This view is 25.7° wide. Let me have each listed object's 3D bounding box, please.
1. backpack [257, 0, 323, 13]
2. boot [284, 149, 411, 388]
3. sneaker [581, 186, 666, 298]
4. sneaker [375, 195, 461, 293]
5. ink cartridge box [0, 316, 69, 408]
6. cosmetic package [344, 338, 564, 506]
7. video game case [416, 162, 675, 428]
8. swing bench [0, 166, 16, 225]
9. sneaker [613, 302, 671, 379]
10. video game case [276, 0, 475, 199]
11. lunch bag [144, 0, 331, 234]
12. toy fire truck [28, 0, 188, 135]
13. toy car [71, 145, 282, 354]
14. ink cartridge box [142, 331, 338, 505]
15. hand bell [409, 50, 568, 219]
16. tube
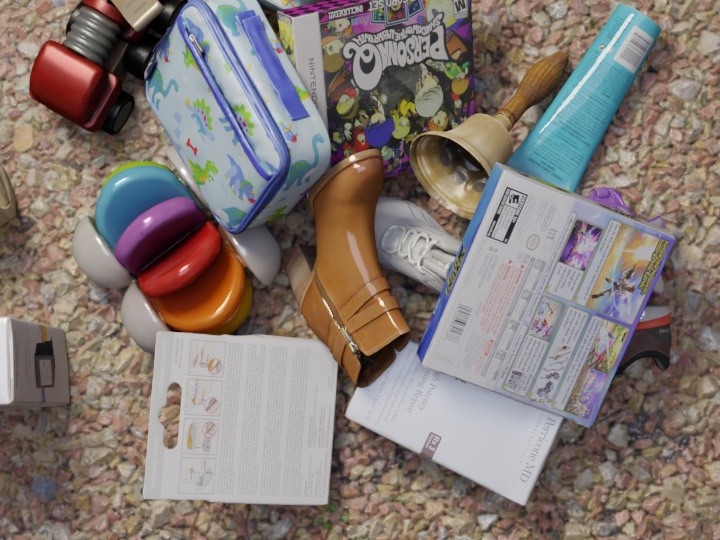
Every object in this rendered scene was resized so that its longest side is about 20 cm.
[{"bbox_3d":[-0.073,-0.331,1.538,0.175,0.200,0.155,27,109,14],"label":"backpack"},{"bbox_3d":[0.000,0.000,1.497,0.156,0.076,0.201,58,133,31],"label":"boot"},{"bbox_3d":[0.218,-0.046,1.567,0.198,0.081,0.089,22,81,0],"label":"sneaker"},{"bbox_3d":[0.067,-0.019,1.566,0.199,0.087,0.075,27,90,6],"label":"sneaker"},{"bbox_3d":[-0.379,0.095,1.531,0.146,0.200,0.087,-4,85,3],"label":"ink cartridge box"},{"bbox_3d":[0.094,0.143,1.562,0.198,0.074,0.102,25,89,6],"label":"cosmetic package"},{"bbox_3d":[0.172,0.024,1.484,0.180,0.045,0.202,20,102,-11],"label":"video game case"},{"bbox_3d":[-0.472,-0.094,1.588,0.197,0.130,0.202,-25,91,1],"label":"swing bench"},{"bbox_3d":[0.214,0.086,1.558,0.198,0.077,0.083,-10,94,5],"label":"sneaker"},{"bbox_3d":[0.020,-0.179,1.523,0.198,0.036,0.183,-16,118,-25],"label":"video game case"},{"bbox_3d":[-0.117,-0.151,1.486,0.082,0.161,0.201,-20,76,-37],"label":"lunch bag"},{"bbox_3d":[-0.247,-0.228,1.540,0.128,0.200,0.177,30,89,6],"label":"toy fire truck"},{"bbox_3d":[-0.187,-0.023,1.550,0.174,0.150,0.201,-37,85,1],"label":"toy car"},{"bbox_3d":[-0.119,0.143,1.541,0.198,0.057,0.164,6,87,-25],"label":"ink cartridge box"},{"bbox_3d":[0.148,-0.152,1.556,0.104,0.104,0.200,41,61,5],"label":"hand bell"},{"bbox_3d":[0.229,-0.169,1.587,0.077,0.050,0.201,32,94,3],"label":"tube"}]
